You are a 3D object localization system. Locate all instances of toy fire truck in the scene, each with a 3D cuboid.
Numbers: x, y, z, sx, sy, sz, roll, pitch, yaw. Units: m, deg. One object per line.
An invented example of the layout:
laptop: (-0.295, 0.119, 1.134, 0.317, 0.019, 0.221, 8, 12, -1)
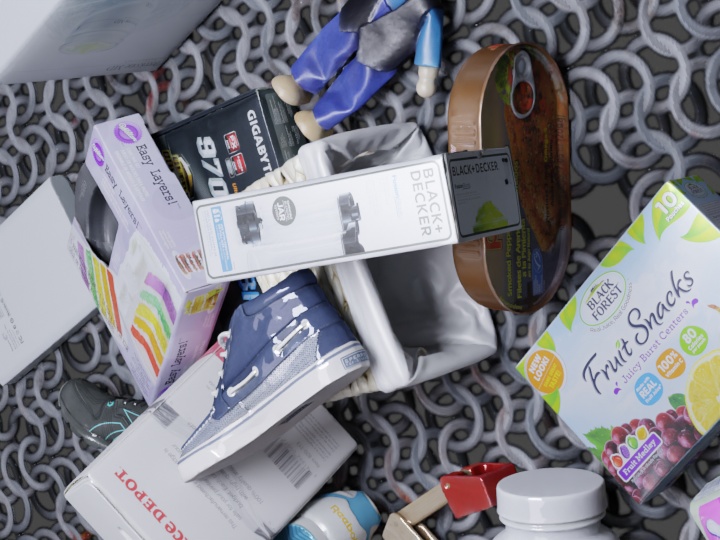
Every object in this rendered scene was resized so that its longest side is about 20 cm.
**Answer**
toy fire truck: (0.059, 0.245, 1.359, 0.200, 0.049, 0.142, -22, 86, 40)

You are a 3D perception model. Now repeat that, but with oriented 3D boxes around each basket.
basket: (0.000, 0.000, 1.299, 0.123, 0.135, 0.201, -24, 85, 41)

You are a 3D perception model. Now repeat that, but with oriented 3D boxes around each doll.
doll: (0.018, -0.188, 1.299, 0.200, 0.048, 0.137, -45, 64, 29)

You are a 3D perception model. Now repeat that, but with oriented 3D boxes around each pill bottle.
pill bottle: (0.152, 0.259, 1.251, 0.108, 0.109, 0.201, 2, 100, 38)

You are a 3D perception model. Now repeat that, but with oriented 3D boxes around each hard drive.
hard drive: (-0.326, 0.013, 1.625, 0.200, 0.026, 0.132, -36, 77, 37)

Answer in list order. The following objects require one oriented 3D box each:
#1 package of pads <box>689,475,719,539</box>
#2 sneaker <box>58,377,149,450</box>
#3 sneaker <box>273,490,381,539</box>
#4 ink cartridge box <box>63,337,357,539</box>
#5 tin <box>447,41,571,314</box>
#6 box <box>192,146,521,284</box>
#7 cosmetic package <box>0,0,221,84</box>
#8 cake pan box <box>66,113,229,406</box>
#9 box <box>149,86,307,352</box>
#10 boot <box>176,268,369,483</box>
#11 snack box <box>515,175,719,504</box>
package of pads: (0.327, 0.203, 1.066, 0.154, 0.068, 0.201, -35, 78, 38)
sneaker: (-0.197, 0.149, 1.536, 0.200, 0.075, 0.079, 32, 104, 21)
sneaker: (-0.049, 0.245, 1.429, 0.077, 0.081, 0.200, 59, 148, 2)
ink cartridge box: (-0.124, 0.165, 1.359, 0.147, 0.200, 0.083, 48, 149, -4)
tin: (0.110, -0.068, 1.212, 0.042, 0.112, 0.201, 5, 102, 37)
box: (-0.002, -0.038, 1.141, 0.199, 0.117, 0.060, -10, 91, 27)
cosmetic package: (-0.211, -0.262, 1.365, 0.200, 0.199, 0.123, -37, 76, 37)
cake pan box: (-0.193, -0.010, 1.450, 0.200, 0.052, 0.184, 59, 146, 24)
box: (-0.102, -0.042, 1.424, 0.159, 0.046, 0.201, -17, 89, 40)
boot: (-0.083, 0.082, 1.258, 0.200, 0.073, 0.091, -37, 77, 29)
snack box: (0.222, 0.051, 1.187, 0.142, 0.053, 0.200, 49, 124, 21)
